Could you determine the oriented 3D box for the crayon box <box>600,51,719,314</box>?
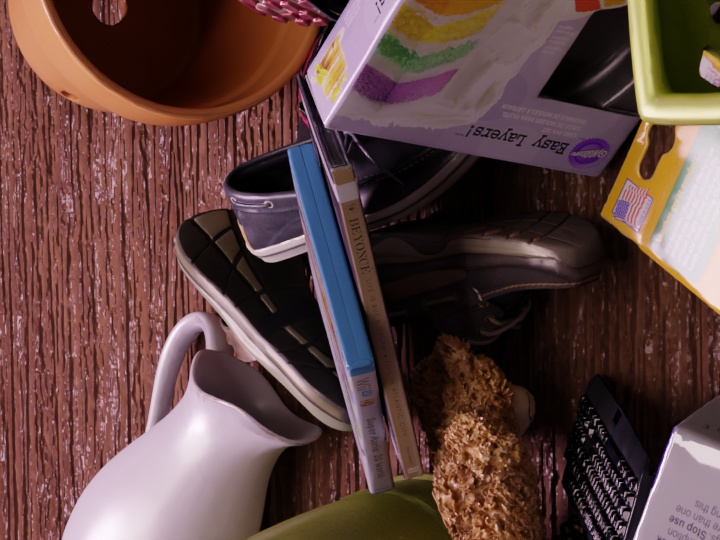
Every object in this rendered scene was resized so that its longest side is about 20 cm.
[{"bbox_3d":[0.232,-0.030,1.542,0.200,0.051,0.126,42,121,36],"label":"crayon box"}]

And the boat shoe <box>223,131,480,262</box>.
[{"bbox_3d":[-0.001,-0.065,1.747,0.200,0.075,0.062,-21,118,32],"label":"boat shoe"}]

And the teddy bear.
[{"bbox_3d":[0.081,0.130,1.643,0.067,0.145,0.200,-20,34,8],"label":"teddy bear"}]

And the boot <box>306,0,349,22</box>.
[{"bbox_3d":[0.020,-0.156,1.653,0.075,0.200,0.097,-24,33,41],"label":"boot"}]

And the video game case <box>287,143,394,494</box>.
[{"bbox_3d":[-0.010,0.032,1.690,0.200,0.018,0.144,80,175,-65],"label":"video game case"}]

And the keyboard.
[{"bbox_3d":[0.123,0.126,1.593,0.200,0.039,0.105,-105,23,-79],"label":"keyboard"}]

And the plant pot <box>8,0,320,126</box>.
[{"bbox_3d":[-0.139,-0.181,1.841,0.140,0.199,0.201,-20,78,63],"label":"plant pot"}]

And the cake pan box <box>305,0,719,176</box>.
[{"bbox_3d":[0.096,-0.141,1.577,0.184,0.199,0.052,-54,40,36],"label":"cake pan box"}]

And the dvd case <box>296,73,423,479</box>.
[{"bbox_3d":[0.000,0.000,1.659,0.149,0.016,0.201,-109,5,-64],"label":"dvd case"}]

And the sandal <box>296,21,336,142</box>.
[{"bbox_3d":[-0.006,-0.128,1.792,0.075,0.045,0.201,39,119,37],"label":"sandal"}]

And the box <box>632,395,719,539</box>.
[{"bbox_3d":[0.228,0.191,1.480,0.183,0.105,0.201,26,112,19],"label":"box"}]

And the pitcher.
[{"bbox_3d":[-0.124,0.140,1.899,0.200,0.121,0.172,-59,32,18],"label":"pitcher"}]

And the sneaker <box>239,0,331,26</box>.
[{"bbox_3d":[0.001,-0.210,1.741,0.199,0.081,0.075,-19,51,27],"label":"sneaker"}]

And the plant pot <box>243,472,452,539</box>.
[{"bbox_3d":[-0.024,0.231,1.727,0.200,0.192,0.201,4,95,46],"label":"plant pot"}]

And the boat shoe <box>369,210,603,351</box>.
[{"bbox_3d":[0.075,0.006,1.706,0.200,0.074,0.074,1,104,55],"label":"boat shoe"}]

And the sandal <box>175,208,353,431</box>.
[{"bbox_3d":[-0.059,0.036,1.841,0.201,0.080,0.057,54,141,30],"label":"sandal"}]

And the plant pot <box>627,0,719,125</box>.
[{"bbox_3d":[0.259,-0.175,1.409,0.200,0.181,0.200,-2,92,46],"label":"plant pot"}]
